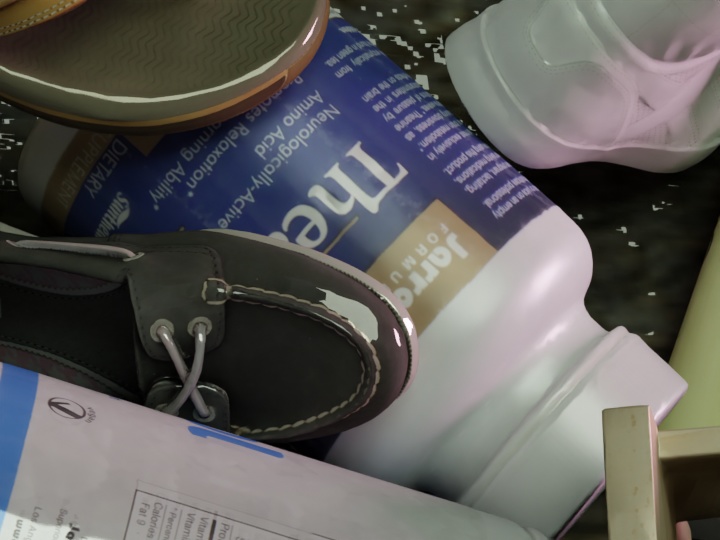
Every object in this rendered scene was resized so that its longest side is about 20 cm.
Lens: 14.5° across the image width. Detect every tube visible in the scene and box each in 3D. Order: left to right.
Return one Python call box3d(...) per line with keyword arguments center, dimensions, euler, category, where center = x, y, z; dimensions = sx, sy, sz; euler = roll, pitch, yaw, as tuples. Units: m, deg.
box3d(center=(0.142, -0.002, 0.963), dimensions=(0.052, 0.058, 0.200), euler=(24, 58, -2), category="tube")

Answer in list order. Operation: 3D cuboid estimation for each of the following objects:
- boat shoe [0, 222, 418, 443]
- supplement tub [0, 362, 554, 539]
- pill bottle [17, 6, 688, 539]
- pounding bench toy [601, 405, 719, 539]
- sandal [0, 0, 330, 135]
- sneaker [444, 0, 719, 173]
box3d(center=(-0.083, 0.020, 0.824), dimensions=(0.199, 0.067, 0.057), euler=(10, 29, 22), category="boat shoe")
box3d(center=(-0.044, 0.110, 0.785), dimensions=(0.199, 0.132, 0.132), euler=(18, 57, -10), category="supplement tub")
box3d(center=(0.000, 0.000, 0.876), dimensions=(0.200, 0.111, 0.111), euler=(42, 56, 8), category="pill bottle")
box3d(center=(0.155, 0.143, 0.773), dimensions=(0.155, 0.124, 0.201), euler=(-5, 67, 10), category="pounding bench toy")
box3d(center=(-0.105, -0.097, 0.806), dimensions=(0.199, 0.054, 0.081), euler=(20, 62, -5), category="sandal")
box3d(center=(0.119, -0.089, 0.926), dimensions=(0.074, 0.115, 0.200), euler=(58, 27, 6), category="sneaker")
